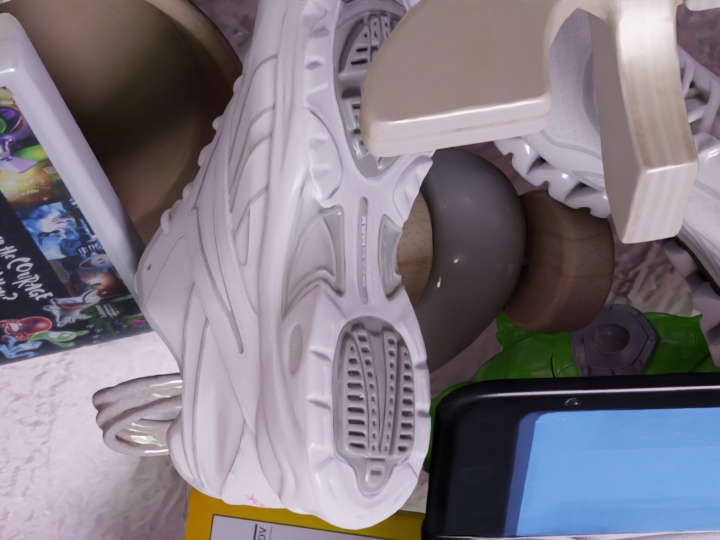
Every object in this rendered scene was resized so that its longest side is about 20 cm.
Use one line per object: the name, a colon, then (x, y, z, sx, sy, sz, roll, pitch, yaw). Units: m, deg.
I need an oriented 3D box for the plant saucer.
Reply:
plant saucer: (-0.134, -0.041, 0.838, 0.199, 0.030, 0.200, -10, 141, -8)

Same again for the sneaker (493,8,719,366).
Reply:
sneaker: (0.112, -0.037, 0.821, 0.075, 0.200, 0.081, -46, 180, -24)

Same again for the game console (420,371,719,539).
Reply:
game console: (0.122, 0.116, 0.831, 0.199, 0.177, 0.116, -1, -177, -2)

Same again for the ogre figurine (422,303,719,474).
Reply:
ogre figurine: (0.101, 0.055, 0.974, 0.120, 0.099, 0.200, 14, 172, -29)

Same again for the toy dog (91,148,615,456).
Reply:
toy dog: (0.000, 0.000, 0.906, 0.200, 0.097, 0.132, -26, 149, 35)

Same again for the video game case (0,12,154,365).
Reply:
video game case: (-0.168, -0.007, 0.788, 0.181, 0.023, 0.200, -12, 156, 4)

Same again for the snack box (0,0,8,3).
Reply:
snack box: (-0.097, -0.123, 0.674, 0.200, 0.037, 0.116, -25, 152, -38)

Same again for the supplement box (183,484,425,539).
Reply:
supplement box: (0.034, 0.151, 0.977, 0.199, 0.109, 0.109, 7, 173, 18)

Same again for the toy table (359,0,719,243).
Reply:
toy table: (0.084, -0.101, 0.721, 0.199, 0.118, 0.184, -15, 154, 3)

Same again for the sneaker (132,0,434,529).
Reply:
sneaker: (-0.033, -0.020, 0.794, 0.099, 0.201, 0.078, -4, 166, 35)
